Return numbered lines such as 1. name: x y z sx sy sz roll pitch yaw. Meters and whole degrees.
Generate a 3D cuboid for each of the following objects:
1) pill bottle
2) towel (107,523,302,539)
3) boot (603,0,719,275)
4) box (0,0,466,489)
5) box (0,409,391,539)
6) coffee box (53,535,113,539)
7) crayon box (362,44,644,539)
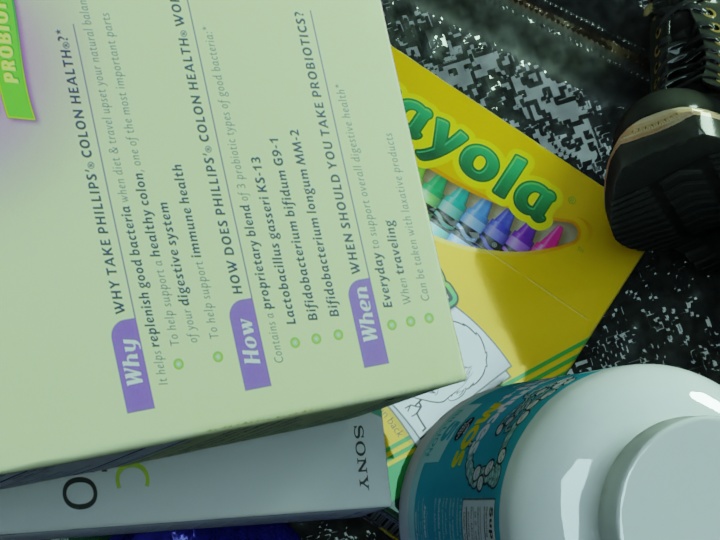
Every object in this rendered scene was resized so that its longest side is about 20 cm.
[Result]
1. pill bottle: 0.091 0.093 0.845 0.110 0.200 0.112 2 84 -16
2. towel: -0.041 0.188 0.909 0.148 0.050 0.200 -41 95 -32
3. boot: 0.136 -0.081 0.956 0.077 0.200 0.139 -17 74 16
4. box: -0.084 -0.020 0.827 0.199 0.097 0.177 -10 83 -28
5. box: -0.087 0.030 0.887 0.199 0.036 0.145 -1 79 -27
6. coffee box: -0.133 0.186 0.937 0.122 0.044 0.201 -13 79 -8
7. crayon box: 0.000 0.000 0.983 0.199 0.058 0.173 33 77 3
